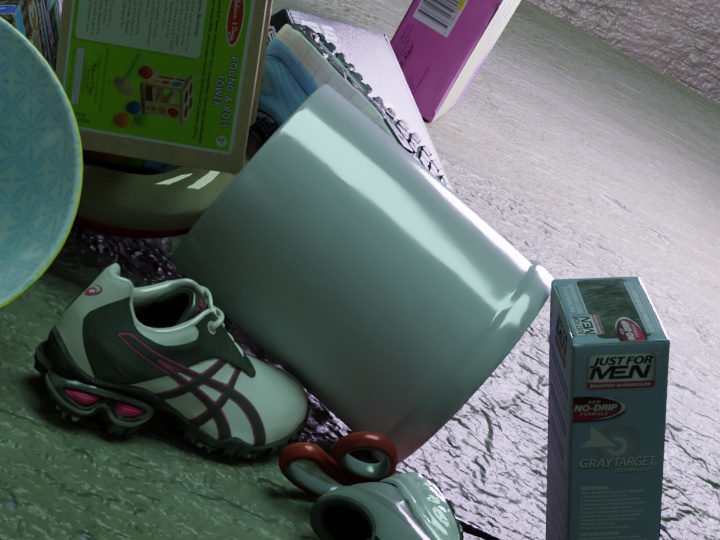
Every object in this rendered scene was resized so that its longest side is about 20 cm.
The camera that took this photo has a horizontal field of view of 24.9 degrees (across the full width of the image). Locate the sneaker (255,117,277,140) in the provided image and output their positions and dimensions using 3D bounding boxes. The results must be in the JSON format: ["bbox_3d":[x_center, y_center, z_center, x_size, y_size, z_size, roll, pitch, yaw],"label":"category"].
[{"bbox_3d":[-0.087,-0.122,1.342,0.199,0.092,0.078,-8,25,-31],"label":"sneaker"}]

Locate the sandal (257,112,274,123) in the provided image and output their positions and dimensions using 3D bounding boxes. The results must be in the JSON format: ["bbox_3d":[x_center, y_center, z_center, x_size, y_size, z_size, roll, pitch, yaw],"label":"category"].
[{"bbox_3d":[-0.104,-0.167,1.256,0.202,0.050,0.083,15,39,-47],"label":"sandal"}]

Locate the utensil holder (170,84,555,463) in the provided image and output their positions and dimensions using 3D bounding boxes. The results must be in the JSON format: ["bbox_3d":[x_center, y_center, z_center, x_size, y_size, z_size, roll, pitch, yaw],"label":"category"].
[{"bbox_3d":[0.000,0.000,1.078,0.200,0.170,0.170,43,19,-2],"label":"utensil holder"}]

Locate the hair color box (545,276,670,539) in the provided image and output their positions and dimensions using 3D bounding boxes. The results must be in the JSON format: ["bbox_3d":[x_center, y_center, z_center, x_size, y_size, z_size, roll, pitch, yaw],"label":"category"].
[{"bbox_3d":[0.152,0.115,1.025,0.060,0.201,0.099,-3,23,-1],"label":"hair color box"}]

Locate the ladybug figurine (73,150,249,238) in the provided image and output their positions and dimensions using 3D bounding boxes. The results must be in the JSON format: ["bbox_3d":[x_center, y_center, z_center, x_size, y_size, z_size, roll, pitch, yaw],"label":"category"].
[{"bbox_3d":[-0.175,-0.076,1.173,0.199,0.072,0.136,15,45,-6],"label":"ladybug figurine"}]

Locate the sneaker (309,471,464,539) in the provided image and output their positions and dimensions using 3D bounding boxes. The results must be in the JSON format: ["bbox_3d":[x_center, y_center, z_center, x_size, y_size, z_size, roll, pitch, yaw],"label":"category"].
[{"bbox_3d":[0.038,0.185,0.899,0.079,0.074,0.200,4,25,-35],"label":"sneaker"}]

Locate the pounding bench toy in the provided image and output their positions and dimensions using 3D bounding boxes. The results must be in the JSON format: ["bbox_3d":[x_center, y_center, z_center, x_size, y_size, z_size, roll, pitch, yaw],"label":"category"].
[{"bbox_3d":[-0.120,-0.188,1.071,0.124,0.201,0.156,9,19,-3],"label":"pounding bench toy"}]

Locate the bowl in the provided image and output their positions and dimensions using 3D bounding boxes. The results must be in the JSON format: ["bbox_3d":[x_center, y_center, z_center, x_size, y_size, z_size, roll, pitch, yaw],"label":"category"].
[{"bbox_3d":[-0.269,-0.052,0.932,0.199,0.201,0.108,23,-23,-19],"label":"bowl"}]

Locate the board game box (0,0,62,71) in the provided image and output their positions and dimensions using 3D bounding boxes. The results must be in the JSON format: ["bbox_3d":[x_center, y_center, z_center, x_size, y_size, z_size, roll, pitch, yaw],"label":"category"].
[{"bbox_3d":[-0.281,-0.144,1.072,0.159,0.097,0.200,-6,26,1],"label":"board game box"}]

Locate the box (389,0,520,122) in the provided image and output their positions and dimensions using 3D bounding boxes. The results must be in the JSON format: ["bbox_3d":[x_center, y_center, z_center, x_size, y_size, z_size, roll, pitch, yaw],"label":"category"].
[{"bbox_3d":[0.111,-0.295,2.021,0.096,0.176,0.200,32,19,5],"label":"box"}]

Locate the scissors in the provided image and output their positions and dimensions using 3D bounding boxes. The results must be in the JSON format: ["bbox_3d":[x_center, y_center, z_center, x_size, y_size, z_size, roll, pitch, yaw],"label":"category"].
[{"bbox_3d":[0.026,0.147,1.027,0.200,0.073,0.014,41,36,-45],"label":"scissors"}]

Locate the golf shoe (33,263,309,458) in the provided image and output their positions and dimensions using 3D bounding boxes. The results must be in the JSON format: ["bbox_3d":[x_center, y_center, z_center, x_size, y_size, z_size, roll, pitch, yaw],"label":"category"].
[{"bbox_3d":[-0.096,0.057,0.981,0.199,0.088,0.077,15,23,-45],"label":"golf shoe"}]

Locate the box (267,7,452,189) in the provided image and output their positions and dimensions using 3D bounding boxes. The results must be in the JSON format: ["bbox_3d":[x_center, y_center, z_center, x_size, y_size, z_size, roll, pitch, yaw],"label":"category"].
[{"bbox_3d":[0.003,-0.106,1.306,0.200,0.047,0.194,-3,71,-66],"label":"box"}]

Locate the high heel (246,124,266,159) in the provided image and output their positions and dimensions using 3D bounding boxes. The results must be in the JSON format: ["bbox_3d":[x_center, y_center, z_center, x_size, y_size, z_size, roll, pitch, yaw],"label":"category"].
[{"bbox_3d":[-0.094,-0.082,1.228,0.200,0.071,0.143,53,-6,-8],"label":"high heel"}]

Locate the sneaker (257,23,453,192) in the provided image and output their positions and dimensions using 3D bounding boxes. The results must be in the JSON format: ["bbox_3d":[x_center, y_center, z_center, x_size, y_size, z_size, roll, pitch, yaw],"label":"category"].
[{"bbox_3d":[-0.009,-0.080,1.180,0.200,0.090,0.078,49,15,3],"label":"sneaker"}]
